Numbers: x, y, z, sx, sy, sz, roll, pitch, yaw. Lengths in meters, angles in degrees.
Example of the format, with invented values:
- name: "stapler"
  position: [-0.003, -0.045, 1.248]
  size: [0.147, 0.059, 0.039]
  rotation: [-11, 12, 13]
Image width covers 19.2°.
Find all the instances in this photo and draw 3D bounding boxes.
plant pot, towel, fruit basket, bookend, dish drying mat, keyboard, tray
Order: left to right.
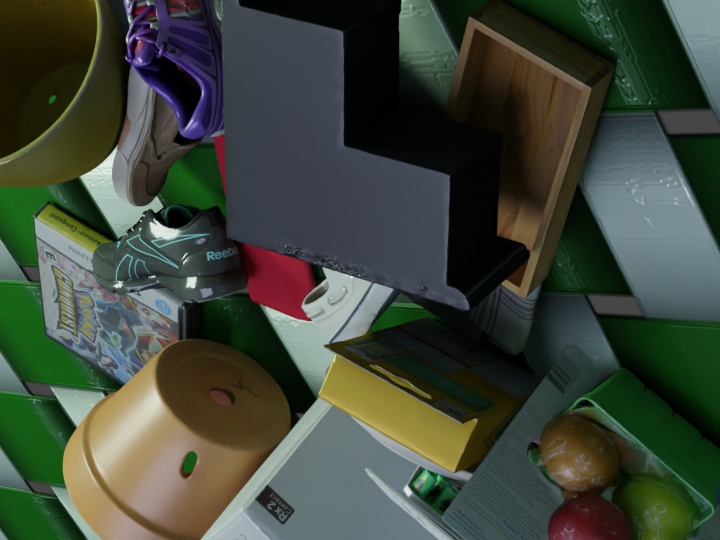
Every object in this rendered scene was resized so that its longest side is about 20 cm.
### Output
- name: "plant pot"
  position: [-0.261, -0.146, 1.697]
  size: [0.199, 0.201, 0.142]
  rotation: [21, 170, 28]
- name: "plant pot"
  position: [-0.154, 0.158, 1.932]
  size: [0.200, 0.200, 0.140]
  rotation: [37, 124, 7]
- name: "dish drying mat"
  position: [-0.076, -0.038, 1.765]
  size: [0.077, 0.018, 0.201]
  rotation: [23, 143, 28]
- name: "bookend"
  position: [0.011, -0.102, 1.440]
  size: [0.198, 0.092, 0.201]
  rotation: [16, 123, 28]
- name: "towel"
  position: [0.058, -0.030, 1.614]
  size: [0.192, 0.035, 0.200]
  rotation: [31, 147, 16]
- name: "keyboard"
  position: [0.076, 0.211, 1.598]
  size: [0.200, 0.011, 0.056]
  rotation: [36, 176, 40]
- name: "tray"
  position: [0.104, -0.082, 1.468]
  size: [0.098, 0.037, 0.201]
  rotation: [33, 137, 18]
- name: "fruit basket"
  position: [0.176, 0.180, 1.587]
  size: [0.185, 0.200, 0.094]
  rotation: [40, 149, 0]

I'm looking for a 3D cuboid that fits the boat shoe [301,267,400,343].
- name: "boat shoe"
  position: [0.000, 0.000, 1.633]
  size: [0.070, 0.071, 0.200]
  rotation: [40, 154, 2]

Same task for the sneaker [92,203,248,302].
- name: "sneaker"
  position: [-0.168, -0.021, 1.854]
  size: [0.199, 0.075, 0.080]
  rotation: [4, 109, 48]

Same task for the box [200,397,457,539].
- name: "box"
  position: [0.005, 0.218, 1.819]
  size: [0.199, 0.200, 0.131]
  rotation: [43, 150, -3]

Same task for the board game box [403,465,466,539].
- name: "board game box"
  position: [0.136, 0.204, 1.702]
  size: [0.200, 0.200, 0.026]
  rotation: [39, 105, 3]

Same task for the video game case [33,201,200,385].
- name: "video game case"
  position: [-0.230, 0.044, 2.023]
  size: [0.180, 0.026, 0.200]
  rotation: [30, 147, 17]

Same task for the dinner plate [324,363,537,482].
- name: "dinner plate"
  position: [0.061, 0.125, 1.675]
  size: [0.200, 0.200, 0.024]
  rotation: [30, 106, 18]

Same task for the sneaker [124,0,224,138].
- name: "sneaker"
  position: [-0.146, -0.191, 1.572]
  size: [0.080, 0.083, 0.201]
  rotation: [-25, 96, 49]

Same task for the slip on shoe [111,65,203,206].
- name: "slip on shoe"
  position: [-0.155, -0.115, 1.711]
  size: [0.060, 0.076, 0.200]
  rotation: [23, 140, 6]

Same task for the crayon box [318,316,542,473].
- name: "crayon box"
  position: [0.054, 0.095, 1.628]
  size: [0.125, 0.200, 0.052]
  rotation: [28, 105, 20]
